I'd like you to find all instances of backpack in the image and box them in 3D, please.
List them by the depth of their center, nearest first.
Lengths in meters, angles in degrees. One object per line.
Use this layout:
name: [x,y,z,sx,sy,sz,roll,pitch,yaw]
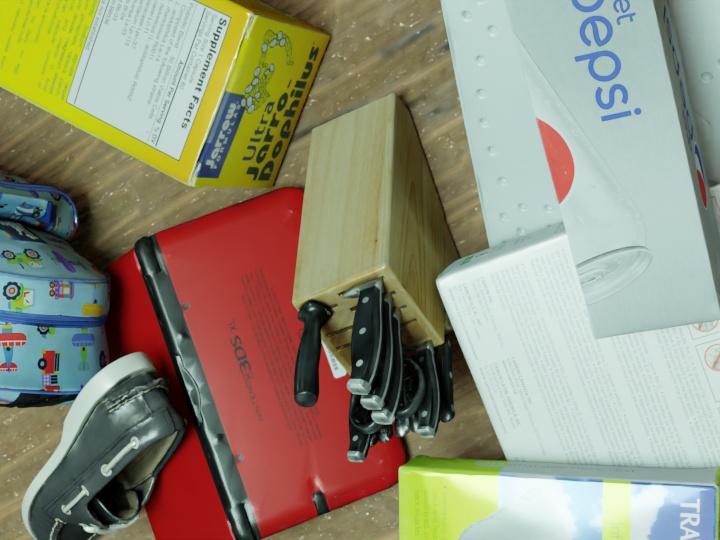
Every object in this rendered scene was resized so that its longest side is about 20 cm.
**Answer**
backpack: [-0.246,0.006,0.870,0.199,0.182,0.136,22,97,36]

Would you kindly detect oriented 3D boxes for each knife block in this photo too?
knife block: [0.000,0.000,0.779,0.063,0.175,0.203,-20,85,22]

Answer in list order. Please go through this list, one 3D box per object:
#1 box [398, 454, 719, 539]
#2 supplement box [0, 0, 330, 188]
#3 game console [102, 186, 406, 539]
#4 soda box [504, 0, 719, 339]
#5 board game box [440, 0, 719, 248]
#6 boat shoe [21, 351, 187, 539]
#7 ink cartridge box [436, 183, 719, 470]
box: [0.120,0.168,0.754,0.197,0.048,0.124,0,93,18]
supplement box: [-0.139,-0.141,0.868,0.198,0.109,0.110,28,103,20]
game console: [-0.083,0.072,0.906,0.170,0.119,0.202,-20,85,-8]
soda box: [0.124,-0.070,0.661,0.067,0.064,0.202,-9,118,20]
board game box: [0.152,-0.081,0.728,0.197,0.026,0.201,5,135,23]
boat shoe: [-0.162,0.135,0.886,0.060,0.073,0.201,50,132,20]
ink cartridge box: [0.161,0.043,0.766,0.198,0.050,0.163,-20,98,20]
